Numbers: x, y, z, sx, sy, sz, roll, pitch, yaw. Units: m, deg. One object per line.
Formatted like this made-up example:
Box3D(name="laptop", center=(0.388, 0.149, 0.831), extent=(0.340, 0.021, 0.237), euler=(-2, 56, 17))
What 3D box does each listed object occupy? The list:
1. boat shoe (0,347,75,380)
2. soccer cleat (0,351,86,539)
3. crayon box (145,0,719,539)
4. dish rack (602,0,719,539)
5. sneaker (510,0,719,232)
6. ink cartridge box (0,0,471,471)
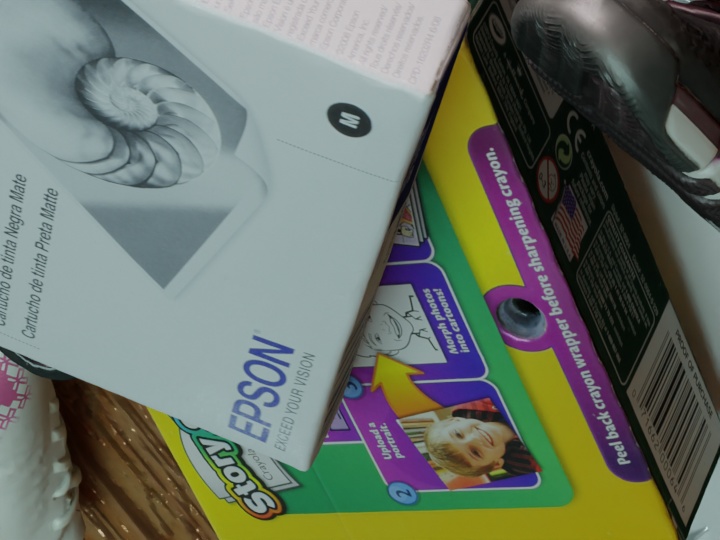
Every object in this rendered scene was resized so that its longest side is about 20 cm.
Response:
Box3D(name="boat shoe", center=(-0.139, -0.046, 1.043), extent=(0.074, 0.066, 0.200), euler=(-15, 104, 7))
Box3D(name="soccer cleat", center=(-0.139, 0.068, 1.175), extent=(0.086, 0.070, 0.200), euler=(17, 133, -13))
Box3D(name="crayon box", center=(0.000, 0.000, 0.942), extent=(0.172, 0.058, 0.200), euler=(-4, 128, 31))
Box3D(name="dish rack", center=(0.096, 0.015, 0.983), extent=(0.200, 0.044, 0.172), euler=(49, 135, -11))
Box3D(name="sneaker", center=(0.120, -0.069, 0.824), extent=(0.076, 0.116, 0.200), euler=(41, -176, 28))
Box3D(name="ink cartridge box", center=(-0.084, -0.040, 0.850), extent=(0.200, 0.041, 0.200), euler=(22, 145, 4))
